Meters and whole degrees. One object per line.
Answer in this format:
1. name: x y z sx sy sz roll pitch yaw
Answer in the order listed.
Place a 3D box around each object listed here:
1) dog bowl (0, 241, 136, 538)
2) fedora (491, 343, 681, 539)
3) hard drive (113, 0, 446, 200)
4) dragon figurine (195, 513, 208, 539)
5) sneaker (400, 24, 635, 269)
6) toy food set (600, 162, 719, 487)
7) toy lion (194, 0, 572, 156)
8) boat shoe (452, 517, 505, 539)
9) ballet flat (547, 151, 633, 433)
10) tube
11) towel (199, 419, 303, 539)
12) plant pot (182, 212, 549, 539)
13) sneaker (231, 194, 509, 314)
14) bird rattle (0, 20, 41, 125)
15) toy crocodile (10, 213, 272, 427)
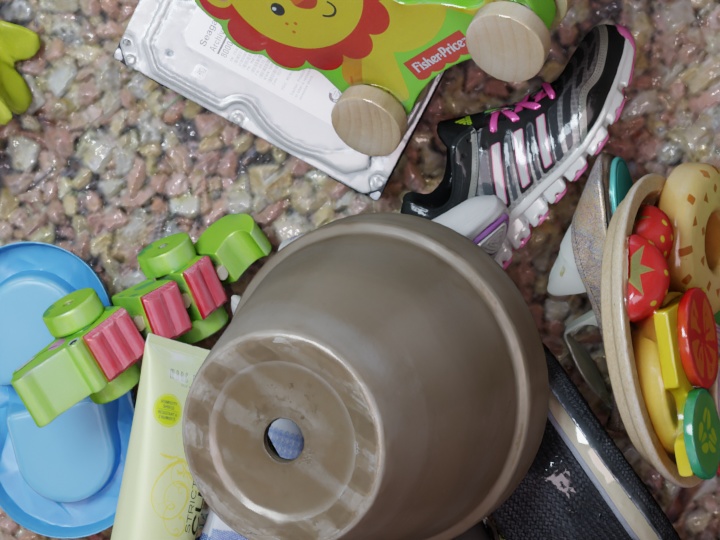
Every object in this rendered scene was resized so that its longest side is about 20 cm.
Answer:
1. dog bowl: -0.205 0.077 1.188 0.110 0.050 0.202 -12 98 4
2. fedora: 0.129 0.143 1.111 0.091 0.201 0.201 -36 96 3
3. hard drive: -0.043 -0.153 1.149 0.199 0.038 0.141 29 99 -2
4. dragon figurine: -0.067 0.194 1.175 0.197 0.099 0.060 -6 100 4
5. sneaker: 0.096 -0.083 1.135 0.087 0.074 0.201 34 104 -9
6. toy food set: 0.202 0.038 1.097 0.048 0.200 0.200 -8 97 27
7. toy lion: -0.004 -0.170 1.037 0.192 0.069 0.199 45 139 -20
8. boat shoe: 0.077 0.198 1.144 0.060 0.072 0.202 6 139 25
9. ballet flat: 0.159 0.022 1.143 0.067 0.068 0.202 -8 110 25
10. tube: -0.126 0.145 1.112 0.051 0.058 0.202 11 81 6
11. towel: -0.014 0.109 1.154 0.145 0.024 0.202 15 71 -2
12. plant pot: -0.010 0.078 0.988 0.198 0.173 0.203 4 100 20
13. sneaker: 0.000 0.000 1.112 0.199 0.075 0.100 -34 67 13
14. bird rattle: -0.313 -0.109 1.141 0.198 0.113 0.165 7 116 4
15. toy crocodile: -0.138 0.030 1.133 0.199 0.061 0.068 -35 110 -33
